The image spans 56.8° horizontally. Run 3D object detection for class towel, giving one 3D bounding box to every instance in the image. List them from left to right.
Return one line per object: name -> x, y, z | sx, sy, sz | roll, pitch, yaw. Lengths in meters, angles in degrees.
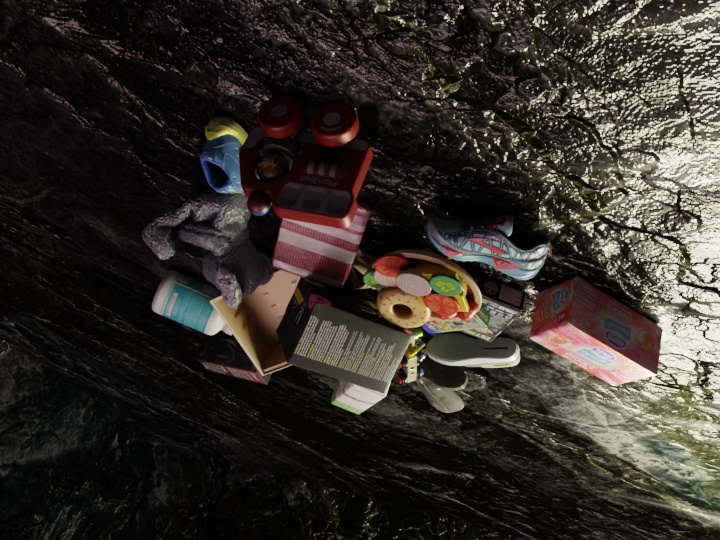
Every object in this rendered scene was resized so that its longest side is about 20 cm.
towel -> -0.073, -0.058, 1.174 | 0.143, 0.023, 0.200 | 19, 133, -2

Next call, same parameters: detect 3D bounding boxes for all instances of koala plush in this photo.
koala plush -> -0.239, -0.038, 1.176 | 0.183, 0.177, 0.201 | -25, 96, 23

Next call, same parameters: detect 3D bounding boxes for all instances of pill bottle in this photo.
pill bottle -> -0.388, 0.085, 1.601 | 0.199, 0.111, 0.111 | 25, 151, -6

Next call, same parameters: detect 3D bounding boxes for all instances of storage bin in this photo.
storage bin -> -0.159, 0.082, 1.349 | 0.198, 0.094, 0.200 | -22, 113, 20

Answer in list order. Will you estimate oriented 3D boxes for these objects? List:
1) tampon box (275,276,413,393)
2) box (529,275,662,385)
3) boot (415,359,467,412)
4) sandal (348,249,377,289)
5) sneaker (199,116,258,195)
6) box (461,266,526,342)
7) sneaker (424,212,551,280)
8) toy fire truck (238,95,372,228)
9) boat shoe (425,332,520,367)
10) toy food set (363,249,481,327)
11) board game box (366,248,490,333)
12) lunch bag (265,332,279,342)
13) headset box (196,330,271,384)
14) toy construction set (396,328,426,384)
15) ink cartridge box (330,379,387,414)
tampon box -> -0.034, 0.117, 1.232 | 0.199, 0.127, 0.150 | 22, -170, -21
box -> 0.404, 0.107, 1.139 | 0.199, 0.095, 0.103 | 29, 150, -16
boot -> 0.207, 0.291, 1.613 | 0.181, 0.073, 0.200 | 14, 147, 42
sandal -> -0.004, 0.001, 1.248 | 0.077, 0.070, 0.212 | -9, 140, 43
sneaker -> -0.195, -0.147, 1.078 | 0.075, 0.105, 0.200 | -2, 144, 35
box -> 0.185, 0.055, 1.243 | 0.199, 0.049, 0.161 | 21, 149, -1
sneaker -> 0.199, -0.060, 1.026 | 0.199, 0.080, 0.096 | 16, 139, -7
toy fire truck -> -0.085, -0.145, 0.944 | 0.199, 0.168, 0.112 | 11, 150, 17
boat shoe -> 0.236, 0.178, 1.398 | 0.199, 0.072, 0.062 | 1, 144, 27
toy food set -> 0.102, 0.034, 1.110 | 0.199, 0.049, 0.198 | 5, 145, 28
board game box -> 0.123, 0.042, 1.185 | 0.134, 0.029, 0.200 | -13, 135, 43
lunch bag -> -0.142, 0.149, 1.549 | 0.169, 0.124, 0.200 | 20, 165, 2
headset box -> -0.289, 0.193, 1.684 | 0.199, 0.149, 0.077 | 9, 150, 22
toy construction set -> 0.091, 0.160, 1.414 | 0.092, 0.131, 0.200 | -28, 142, -1
ink cartridge box -> 0.012, 0.241, 1.574 | 0.084, 0.146, 0.200 | 24, 152, -8
